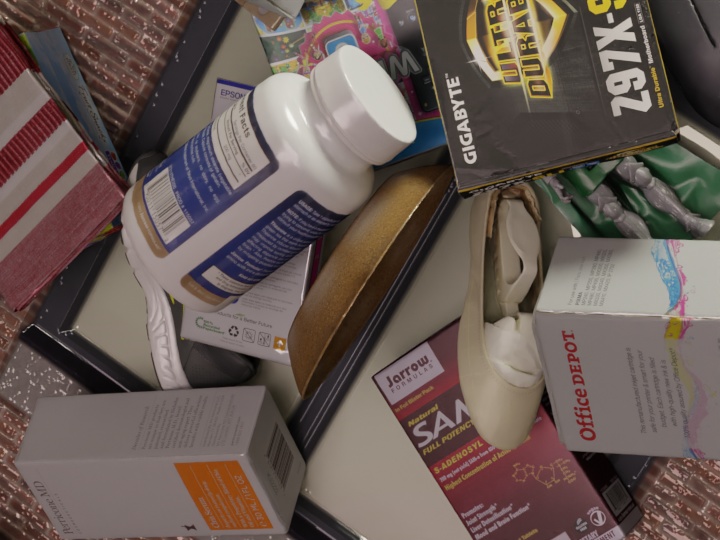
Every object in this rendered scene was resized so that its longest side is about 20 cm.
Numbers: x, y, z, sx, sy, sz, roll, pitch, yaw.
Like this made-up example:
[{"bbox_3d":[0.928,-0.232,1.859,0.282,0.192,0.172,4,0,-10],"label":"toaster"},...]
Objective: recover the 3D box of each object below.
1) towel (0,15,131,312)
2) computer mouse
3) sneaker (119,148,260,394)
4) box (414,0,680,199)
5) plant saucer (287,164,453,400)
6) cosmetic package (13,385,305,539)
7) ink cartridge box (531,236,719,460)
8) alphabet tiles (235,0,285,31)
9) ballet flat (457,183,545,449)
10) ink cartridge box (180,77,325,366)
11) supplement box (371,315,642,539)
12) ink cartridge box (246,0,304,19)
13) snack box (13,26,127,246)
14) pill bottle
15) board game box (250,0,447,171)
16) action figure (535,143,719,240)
[{"bbox_3d":[-0.276,-0.088,1.777,0.144,0.023,0.200,-42,80,24],"label":"towel"},{"bbox_3d":[0.233,-0.181,1.622,0.138,0.053,0.201,-35,87,22],"label":"computer mouse"},{"bbox_3d":[-0.127,0.000,1.790,0.084,0.075,0.201,-8,106,16],"label":"sneaker"},{"bbox_3d":[0.122,-0.166,1.603,0.159,0.049,0.202,-13,83,7],"label":"box"},{"bbox_3d":[0.000,0.000,1.663,0.035,0.200,0.201,33,110,5],"label":"plant saucer"},{"bbox_3d":[-0.155,0.150,1.800,0.199,0.072,0.102,-4,135,22],"label":"cosmetic package"},{"bbox_3d":[0.233,0.055,1.619,0.199,0.083,0.146,3,135,20],"label":"ink cartridge box"},{"bbox_3d":[-0.081,-0.294,1.697,0.200,0.008,0.168,39,97,29],"label":"alphabet tiles"},{"bbox_3d":[0.107,0.025,1.657,0.069,0.069,0.201,-10,68,22],"label":"ballet flat"},{"bbox_3d":[-0.073,-0.037,1.710,0.094,0.037,0.201,14,107,18],"label":"ink cartridge box"},{"bbox_3d":[0.109,0.131,1.725,0.109,0.061,0.201,-34,86,23],"label":"supplement box"},{"bbox_3d":[-0.119,-0.292,1.629,0.199,0.145,0.146,24,87,29],"label":"ink cartridge box"},{"bbox_3d":[-0.294,-0.074,1.833,0.199,0.068,0.170,-24,90,22],"label":"snack box"},{"bbox_3d":[-0.062,-0.067,1.622,0.200,0.111,0.111,-36,87,22],"label":"pill bottle"},{"bbox_3d":[0.006,-0.178,1.704,0.147,0.064,0.201,-19,94,23],"label":"board game box"},{"bbox_3d":[0.160,-0.082,1.649,0.200,0.055,0.118,41,92,-2],"label":"action figure"}]
